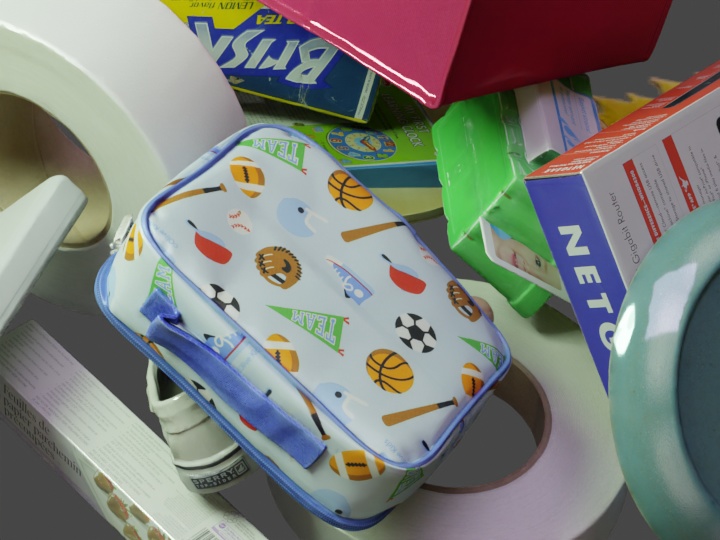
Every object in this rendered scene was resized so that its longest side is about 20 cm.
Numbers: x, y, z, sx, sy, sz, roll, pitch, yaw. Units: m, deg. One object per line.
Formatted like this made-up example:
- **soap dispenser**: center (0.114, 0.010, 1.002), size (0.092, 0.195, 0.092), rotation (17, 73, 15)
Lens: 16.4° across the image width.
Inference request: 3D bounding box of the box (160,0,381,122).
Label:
- **box**: center (-0.081, -0.151, 1.425), size (0.199, 0.070, 0.064), rotation (15, 31, -4)

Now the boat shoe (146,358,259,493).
- **boat shoe**: center (-0.079, 0.038, 1.315), size (0.072, 0.066, 0.200), rotation (-20, 26, 17)

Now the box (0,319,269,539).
- **box**: center (-0.125, 0.103, 1.305), size (0.041, 0.039, 0.200), rotation (-32, 57, -31)

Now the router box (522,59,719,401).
- **router box**: center (0.195, 0.002, 1.320), size (0.179, 0.200, 0.049), rotation (-30, 14, -33)

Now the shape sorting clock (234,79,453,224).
- **shape sorting clock**: center (-0.022, -0.076, 1.459), size (0.199, 0.039, 0.200), rotation (5, 31, -3)

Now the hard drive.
- **hard drive**: center (-0.225, 0.046, 1.298), size (0.026, 0.132, 0.200), rotation (43, 47, -17)

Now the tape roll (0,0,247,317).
- **tape roll**: center (-0.159, -0.074, 1.356), size (0.202, 0.203, 0.071), rotation (26, 51, 19)

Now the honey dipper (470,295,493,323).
- **honey dipper**: center (0.000, 0.000, 1.362), size (0.038, 0.038, 0.200), rotation (-35, 36, -31)

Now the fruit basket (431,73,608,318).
- **fruit basket**: center (0.141, -0.034, 1.390), size (0.200, 0.094, 0.185), rotation (20, 38, -21)

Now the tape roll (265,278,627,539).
- **tape roll**: center (0.047, 0.088, 1.334), size (0.202, 0.037, 0.203), rotation (3, 46, -3)

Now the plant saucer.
- **plant saucer**: center (0.210, 0.061, 1.281), size (0.200, 0.200, 0.027), rotation (-34, 17, -31)

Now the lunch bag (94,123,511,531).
- **lunch bag**: center (-0.032, 0.025, 1.238), size (0.200, 0.076, 0.160), rotation (42, 41, 4)

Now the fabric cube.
- **fabric cube**: center (0.057, -0.226, 1.338), size (0.200, 0.197, 0.199), rotation (35, 33, 30)
